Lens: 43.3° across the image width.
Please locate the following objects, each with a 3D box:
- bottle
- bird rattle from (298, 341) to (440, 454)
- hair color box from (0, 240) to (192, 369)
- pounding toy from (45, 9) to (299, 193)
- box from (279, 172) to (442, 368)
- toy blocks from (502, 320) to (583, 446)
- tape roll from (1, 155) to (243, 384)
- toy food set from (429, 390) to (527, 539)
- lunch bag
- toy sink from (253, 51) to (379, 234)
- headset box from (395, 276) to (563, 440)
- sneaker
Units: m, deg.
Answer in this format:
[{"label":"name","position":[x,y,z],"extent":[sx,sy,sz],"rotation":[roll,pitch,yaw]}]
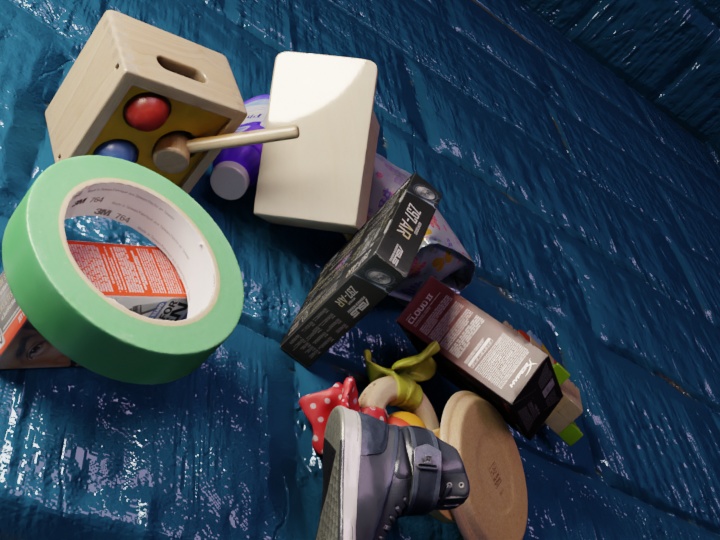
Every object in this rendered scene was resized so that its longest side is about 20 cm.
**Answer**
[{"label":"bottle","position":[-0.148,-0.161,1.181],"extent":[0.066,0.083,0.201],"rotation":[61,23,-27]},{"label":"bird rattle","position":[0.035,0.168,0.998],"extent":[0.164,0.112,0.200],"rotation":[59,32,-7]},{"label":"hair color box","position":[-0.227,0.033,0.821],"extent":[0.199,0.111,0.064],"rotation":[4,50,-47]},{"label":"pounding toy","position":[-0.210,-0.165,1.009],"extent":[0.199,0.184,0.143],"rotation":[13,42,-42]},{"label":"box","position":[0.000,0.000,1.029],"extent":[0.043,0.200,0.161],"rotation":[37,40,-10]},{"label":"toy blocks","position":[0.244,0.141,1.306],"extent":[0.200,0.100,0.137],"rotation":[43,18,-6]},{"label":"tape roll","position":[-0.191,-0.004,0.754],"extent":[0.199,0.048,0.202],"rotation":[32,34,-25]},{"label":"toy food set","position":[0.132,0.237,1.024],"extent":[0.199,0.048,0.200],"rotation":[61,30,-18]},{"label":"lunch bag","position":[0.061,-0.046,1.252],"extent":[0.199,0.127,0.170],"rotation":[15,38,-58]},{"label":"toy sink","position":[-0.048,-0.155,1.135],"extent":[0.129,0.203,0.112],"rotation":[7,-2,7]},{"label":"headset box","position":[0.140,0.103,1.110],"extent":[0.199,0.077,0.149],"rotation":[34,-11,29]},{"label":"sneaker","position":[0.033,0.240,0.858],"extent":[0.145,0.077,0.204],"rotation":[16,62,-19]}]
